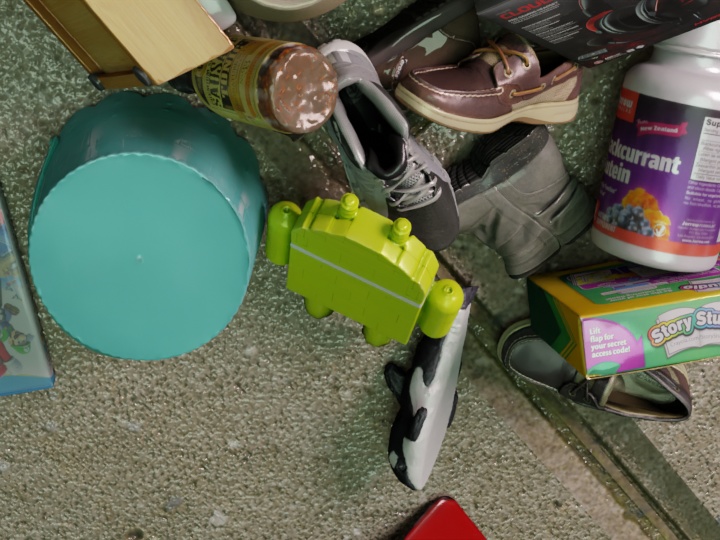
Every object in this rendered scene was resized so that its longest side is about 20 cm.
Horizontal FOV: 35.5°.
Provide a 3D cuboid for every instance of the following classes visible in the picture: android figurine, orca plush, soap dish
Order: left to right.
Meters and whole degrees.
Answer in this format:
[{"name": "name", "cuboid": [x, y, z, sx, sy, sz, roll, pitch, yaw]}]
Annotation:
[{"name": "soap dish", "cuboid": [-0.186, -0.205, 0.816, 0.081, 0.199, 0.158, -47, 114, -13]}, {"name": "android figurine", "cuboid": [0.000, 0.000, 0.947, 0.180, 0.041, 0.201, 25, 154, 7]}, {"name": "orca plush", "cuboid": [0.049, 0.102, 1.055, 0.070, 0.105, 0.203, 18, 120, 21]}]

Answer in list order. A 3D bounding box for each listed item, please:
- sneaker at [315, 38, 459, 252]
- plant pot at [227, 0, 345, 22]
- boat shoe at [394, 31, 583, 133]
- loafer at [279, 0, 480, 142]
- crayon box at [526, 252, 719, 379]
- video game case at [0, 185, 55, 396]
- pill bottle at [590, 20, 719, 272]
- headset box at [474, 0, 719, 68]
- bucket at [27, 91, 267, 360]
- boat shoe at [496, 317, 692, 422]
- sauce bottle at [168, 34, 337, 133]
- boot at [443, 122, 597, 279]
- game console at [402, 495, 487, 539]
[{"name": "sneaker", "cuboid": [0.023, -0.075, 0.864, 0.074, 0.116, 0.201, -35, 116, 5]}, {"name": "plant pot", "cuboid": [-0.055, -0.254, 0.805, 0.183, 0.201, 0.191, -2, 116, -4]}, {"name": "boat shoe", "cuboid": [0.111, -0.158, 0.898, 0.197, 0.072, 0.073, -7, 127, -38]}, {"name": "loafer", "cuboid": [0.017, -0.156, 0.927, 0.198, 0.073, 0.072, -29, 114, 8]}, {"name": "crayon box", "cuboid": [0.261, 0.032, 0.974, 0.196, 0.173, 0.059, -9, 102, -4]}, {"name": "video game case", "cuboid": [-0.367, 0.027, 1.008, 0.140, 0.018, 0.203, -9, 116, -2]}, {"name": "pill bottle", "cuboid": [0.266, -0.110, 0.945, 0.109, 0.112, 0.204, 7, 105, -8]}, {"name": "headset box", "cuboid": [0.179, -0.225, 0.820, 0.147, 0.198, 0.077, -16, 76, 36]}, {"name": "bucket", "cuboid": [-0.176, -0.034, 0.932, 0.203, 0.135, 0.211, -1, 115, -3]}, {"name": "boat shoe", "cuboid": [0.228, 0.096, 1.069, 0.196, 0.065, 0.074, 11, 115, -9]}, {"name": "sauce bottle", "cuboid": [-0.093, -0.145, 0.856, 0.065, 0.199, 0.067, -9, 106, -34]}, {"name": "boot", "cuboid": [0.111, -0.036, 1.000, 0.198, 0.068, 0.131, -32, 119, 11]}, {"name": "game console", "cuboid": [0.062, 0.356, 1.203, 0.171, 0.119, 0.201, -18, 120, 39]}]
